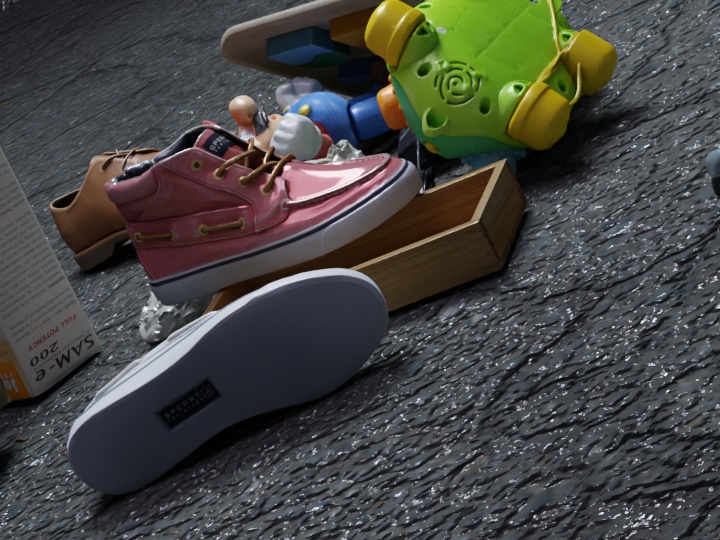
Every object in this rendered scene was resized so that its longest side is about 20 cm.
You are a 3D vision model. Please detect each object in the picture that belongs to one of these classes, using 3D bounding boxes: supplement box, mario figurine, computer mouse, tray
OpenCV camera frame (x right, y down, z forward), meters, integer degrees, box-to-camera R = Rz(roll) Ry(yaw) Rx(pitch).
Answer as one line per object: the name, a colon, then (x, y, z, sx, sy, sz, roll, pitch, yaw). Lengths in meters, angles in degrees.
supplement box: (-0.283, -0.008, 1.406, 0.125, 0.201, 0.073, -12, 19, 45)
mario figurine: (-0.044, -0.117, 1.504, 0.199, 0.106, 0.124, -27, -20, -23)
computer mouse: (0.050, -0.077, 1.383, 0.059, 0.034, 0.201, -47, 15, 26)
tray: (0.000, 0.000, 1.220, 0.199, 0.037, 0.099, -21, 18, 22)

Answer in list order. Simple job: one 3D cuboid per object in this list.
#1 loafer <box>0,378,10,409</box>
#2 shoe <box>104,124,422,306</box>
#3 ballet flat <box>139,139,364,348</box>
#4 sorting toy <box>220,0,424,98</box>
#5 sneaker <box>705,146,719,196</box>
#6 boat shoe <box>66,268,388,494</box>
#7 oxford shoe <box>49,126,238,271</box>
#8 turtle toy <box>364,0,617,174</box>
loafer: (-0.264, 0.119, 1.236, 0.076, 0.067, 0.201, -36, 25, 40)
shoe: (-0.065, -0.051, 1.251, 0.199, 0.092, 0.072, -20, 18, 26)
ballet flat: (-0.074, -0.025, 1.363, 0.199, 0.072, 0.072, -32, 17, -9)
sorting toy: (0.018, -0.177, 1.576, 0.199, 0.037, 0.184, -16, -19, 42)
sneaker: (0.240, -0.112, 1.058, 0.200, 0.096, 0.079, -38, 19, -30)
boat shoe: (-0.078, 0.051, 1.126, 0.199, 0.074, 0.065, -26, 21, 5)
oxford shoe: (-0.177, -0.070, 1.591, 0.199, 0.072, 0.071, -30, 12, 34)
turtle toy: (0.088, -0.132, 1.328, 0.200, 0.145, 0.102, -45, -17, -46)
